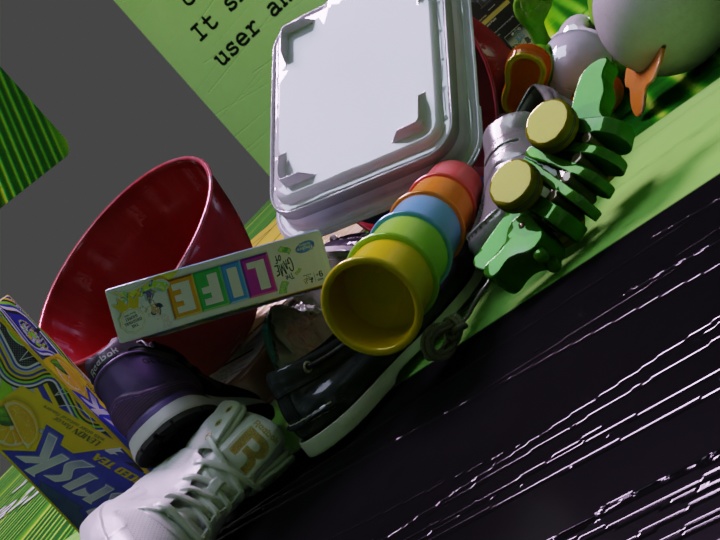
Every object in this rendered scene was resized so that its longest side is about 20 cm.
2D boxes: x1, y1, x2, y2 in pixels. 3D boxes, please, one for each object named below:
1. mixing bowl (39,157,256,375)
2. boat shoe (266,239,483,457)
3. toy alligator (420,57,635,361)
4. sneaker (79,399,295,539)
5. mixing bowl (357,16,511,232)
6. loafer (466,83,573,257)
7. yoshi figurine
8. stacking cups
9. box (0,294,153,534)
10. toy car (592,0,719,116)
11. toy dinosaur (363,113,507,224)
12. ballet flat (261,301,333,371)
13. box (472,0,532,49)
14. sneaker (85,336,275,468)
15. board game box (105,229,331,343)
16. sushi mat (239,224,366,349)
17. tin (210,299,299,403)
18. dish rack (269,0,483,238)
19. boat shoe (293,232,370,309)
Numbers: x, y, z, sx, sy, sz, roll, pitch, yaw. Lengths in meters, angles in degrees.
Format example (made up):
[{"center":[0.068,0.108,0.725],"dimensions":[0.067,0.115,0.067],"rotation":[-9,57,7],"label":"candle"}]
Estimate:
[{"center":[-0.154,0.020,1.201],"dimensions":[0.200,0.108,0.201],"rotation":[-33,34,26],"label":"mixing bowl"},{"center":[0.009,0.029,0.938],"dimensions":[0.199,0.066,0.074],"rotation":[-47,8,-32],"label":"boat shoe"},{"center":[0.104,-0.027,0.837],"dimensions":[0.054,0.059,0.201],"rotation":[28,86,47],"label":"toy alligator"},{"center":[-0.097,0.130,0.887],"dimensions":[0.116,0.074,0.200],"rotation":[-45,6,3],"label":"sneaker"},{"center":[0.064,-0.129,1.206],"dimensions":[0.108,0.201,0.200],"rotation":[-13,-16,-46],"label":"mixing bowl"},{"center":[0.103,-0.064,0.958],"dimensions":[0.070,0.070,0.200],"rotation":[-40,6,30],"label":"loafer"},{"center":[0.181,-0.180,1.148],"dimensions":[0.112,0.113,0.200],"rotation":[-19,16,30],"label":"yoshi figurine"},{"center":[0.038,-0.015,0.904],"dimensions":[0.060,0.061,0.200],"rotation":[-38,4,28],"label":"stacking cups"},{"center":[-0.208,0.115,1.048],"dimensions":[0.070,0.200,0.064],"rotation":[-42,8,3],"label":"box"},{"center":[0.210,-0.204,1.021],"dimensions":[0.177,0.184,0.201],"rotation":[-131,61,-83],"label":"toy car"},{"center":[0.047,-0.079,1.126],"dimensions":[0.200,0.180,0.106],"rotation":[11,-95,-83],"label":"toy dinosaur"},{"center":[-0.037,0.050,1.086],"dimensions":[0.072,0.072,0.200],"rotation":[-42,8,-1],"label":"ballet flat"},{"center":[0.075,-0.165,1.350],"dimensions":[0.200,0.161,0.049],"rotation":[-42,7,2],"label":"box"},{"center":[-0.123,0.084,1.030],"dimensions":[0.076,0.088,0.200],"rotation":[-41,-17,1],"label":"sneaker"},{"center":[-0.085,0.011,0.982],"dimensions":[0.134,0.034,0.200],"rotation":[-16,-1,-1],"label":"board game box"},{"center":[-0.054,0.001,1.290],"dimensions":[0.200,0.012,0.096],"rotation":[-43,16,-22],"label":"sushi mat"},{"center":[-0.092,0.073,1.258],"dimensions":[0.112,0.042,0.200],"rotation":[-33,15,33],"label":"tin"},{"center":[0.000,-0.130,1.065],"dimensions":[0.171,0.044,0.201],"rotation":[-21,51,27],"label":"dish rack"},{"center":[0.000,0.000,1.156],"dimensions":[0.060,0.074,0.200],"rotation":[-49,1,-18],"label":"boat shoe"}]
